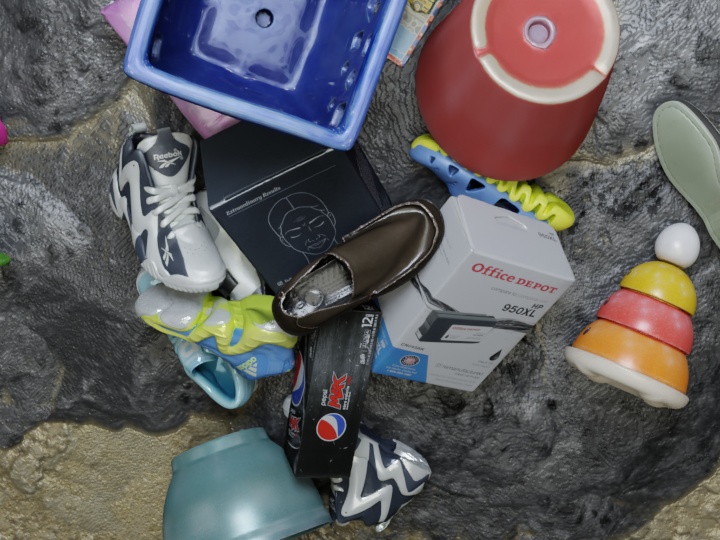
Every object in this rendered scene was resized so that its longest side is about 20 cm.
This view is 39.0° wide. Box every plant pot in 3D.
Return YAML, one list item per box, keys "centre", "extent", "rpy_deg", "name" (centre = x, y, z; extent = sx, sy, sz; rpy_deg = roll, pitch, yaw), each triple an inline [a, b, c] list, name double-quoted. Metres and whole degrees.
- centre: [-0.147, 0.266, 1.191]
  extent: [0.199, 0.200, 0.135]
  rpy_deg: [-23, 76, 9]
  name: "plant pot"
- centre: [-0.081, -0.222, 0.875]
  extent: [0.198, 0.180, 0.202]
  rpy_deg: [18, 92, -13]
  name: "plant pot"
- centre: [0.160, -0.205, 1.002]
  extent: [0.198, 0.177, 0.203]
  rpy_deg: [1, 82, -4]
  name: "plant pot"

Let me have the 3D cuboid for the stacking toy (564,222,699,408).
- centre: [0.328, 0.042, 1.140]
  extent: [0.145, 0.146, 0.202]
  rpy_deg: [24, 86, -3]
  name: "stacking toy"

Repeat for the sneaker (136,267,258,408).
- centre: [-0.190, 0.076, 1.183]
  extent: [0.074, 0.082, 0.200]
  rpy_deg: [-39, 100, 12]
  name: "sneaker"

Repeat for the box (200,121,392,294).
- centre: [-0.057, -0.070, 1.076]
  extent: [0.147, 0.108, 0.200]
  rpy_deg: [-24, 138, 9]
  name: "box"

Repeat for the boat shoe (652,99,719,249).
- centre: [0.391, -0.102, 1.112]
  extent: [0.202, 0.060, 0.072]
  rpy_deg: [59, 145, -3]
  name: "boat shoe"

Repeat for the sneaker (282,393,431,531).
- centre: [-0.028, 0.242, 1.220]
  extent: [0.198, 0.080, 0.130]
  rpy_deg: [30, 97, -16]
  name: "sneaker"

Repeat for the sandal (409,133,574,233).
- centre: [0.136, -0.079, 1.126]
  extent: [0.199, 0.080, 0.087]
  rpy_deg: [32, 109, -4]
  name: "sandal"

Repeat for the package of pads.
- centre: [-0.170, -0.241, 1.096]
  extent: [0.120, 0.076, 0.200]
  rpy_deg: [-38, 101, 10]
  name: "package of pads"

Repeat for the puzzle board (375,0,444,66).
- centre: [0.003, -0.338, 1.091]
  extent: [0.199, 0.017, 0.151]
  rpy_deg: [33, 105, -5]
  name: "puzzle board"

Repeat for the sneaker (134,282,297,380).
- centre: [-0.158, 0.075, 1.125]
  extent: [0.198, 0.076, 0.106]
  rpy_deg: [9, 130, 25]
  name: "sneaker"

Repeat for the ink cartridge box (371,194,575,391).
- centre: [0.110, 0.030, 1.093]
  extent: [0.143, 0.085, 0.201]
  rpy_deg: [13, 131, -29]
  name: "ink cartridge box"

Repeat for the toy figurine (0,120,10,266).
- centre: [-0.473, -0.117, 1.144]
  extent: [0.198, 0.150, 0.186]
  rpy_deg: [13, 93, 25]
  name: "toy figurine"

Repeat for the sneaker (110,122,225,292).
- centre: [-0.201, -0.079, 1.075]
  extent: [0.079, 0.200, 0.130]
  rpy_deg: [-13, 138, -28]
  name: "sneaker"

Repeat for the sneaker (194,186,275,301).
- centre: [-0.144, -0.002, 1.169]
  extent: [0.088, 0.074, 0.202]
  rpy_deg: [-15, 97, 16]
  name: "sneaker"

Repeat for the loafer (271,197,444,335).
- centre: [0.000, 0.000, 1.000]
  extent: [0.199, 0.071, 0.073]
  rpy_deg: [-37, 87, 0]
  name: "loafer"

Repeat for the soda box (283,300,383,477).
- centre: [-0.033, 0.123, 1.103]
  extent: [0.070, 0.063, 0.202]
  rpy_deg: [4, 109, -19]
  name: "soda box"
